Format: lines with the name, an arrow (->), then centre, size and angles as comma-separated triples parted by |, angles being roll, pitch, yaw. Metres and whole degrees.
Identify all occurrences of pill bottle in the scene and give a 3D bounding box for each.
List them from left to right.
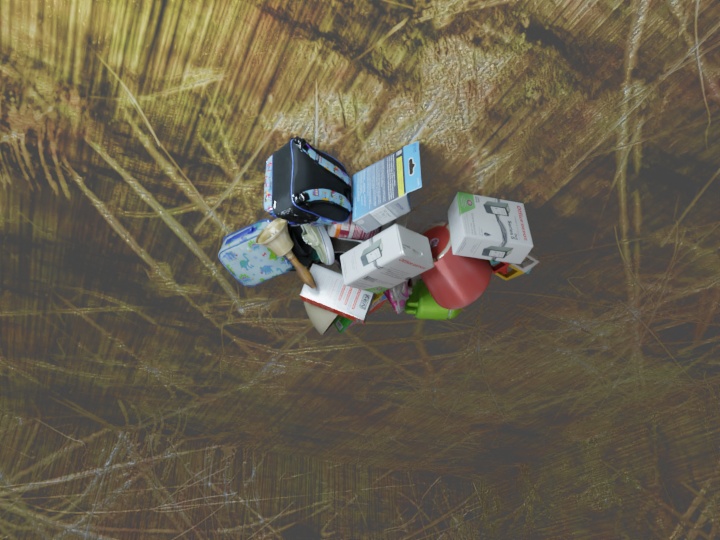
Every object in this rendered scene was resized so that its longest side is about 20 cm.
pill bottle -> 0.016, -0.133, 1.507 | 0.193, 0.113, 0.111 | 6, 146, -11

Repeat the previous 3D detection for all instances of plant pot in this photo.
plant pot -> -0.101, 0.075, 1.765 | 0.134, 0.201, 0.201 | 39, 141, 3
plant pot -> 0.242, -0.024, 1.620 | 0.196, 0.205, 0.177 | -22, 131, 29

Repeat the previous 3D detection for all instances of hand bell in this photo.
hand bell -> -0.179, -0.029, 1.531 | 0.102, 0.105, 0.202 | -20, 119, 27

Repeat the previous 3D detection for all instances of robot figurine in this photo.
robot figurine -> 0.237, 0.095, 1.841 | 0.192, 0.119, 0.178 | 2, 141, -4

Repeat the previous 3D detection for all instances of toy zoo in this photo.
toy zoo -> 0.447, -0.029, 1.752 | 0.196, 0.021, 0.130 | 25, 138, -33

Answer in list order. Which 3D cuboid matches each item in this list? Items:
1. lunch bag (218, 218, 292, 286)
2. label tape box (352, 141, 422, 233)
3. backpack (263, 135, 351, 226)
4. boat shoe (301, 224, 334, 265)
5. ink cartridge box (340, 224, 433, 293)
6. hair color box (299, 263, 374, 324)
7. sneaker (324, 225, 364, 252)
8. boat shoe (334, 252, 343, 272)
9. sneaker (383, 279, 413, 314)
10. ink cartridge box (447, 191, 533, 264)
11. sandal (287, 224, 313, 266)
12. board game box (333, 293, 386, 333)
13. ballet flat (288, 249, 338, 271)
lunch bag -> -0.290, -0.051, 1.628 | 0.195, 0.084, 0.161 | -21, 129, 27
label tape box -> 0.073, -0.197, 1.382 | 0.196, 0.147, 0.066 | -23, 141, 29
backpack -> -0.115, -0.190, 1.371 | 0.132, 0.189, 0.197 | -20, 155, 40
boat shoe -> -0.126, -0.101, 1.523 | 0.061, 0.072, 0.205 | -27, 112, -16
ink cartridge box -> 0.068, -0.024, 1.488 | 0.197, 0.087, 0.143 | -28, 152, 34
hair color box -> -0.062, 0.066, 1.640 | 0.194, 0.104, 0.061 | 21, 164, 10
sneaker -> -0.055, -0.098, 1.601 | 0.194, 0.086, 0.074 | 16, 136, 16
boat shoe -> 0.000, 0.000, 1.677 | 0.201, 0.093, 0.074 | 51, 162, -30
sneaker -> 0.117, 0.059, 1.697 | 0.087, 0.082, 0.201 | -34, 160, -5
ink cartridge box -> 0.336, -0.110, 1.517 | 0.193, 0.149, 0.085 | 7, 145, -12
sandal -> -0.160, -0.087, 1.560 | 0.074, 0.048, 0.205 | -29, 134, -25
board game box -> 0.021, 0.102, 1.808 | 0.197, 0.041, 0.154 | -31, 165, -37
ballet flat -> -0.144, -0.031, 1.695 | 0.193, 0.070, 0.069 | -12, 154, 16
